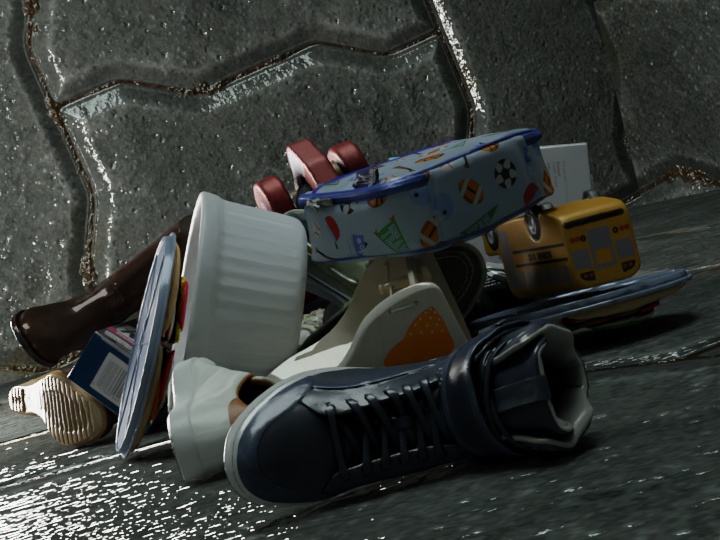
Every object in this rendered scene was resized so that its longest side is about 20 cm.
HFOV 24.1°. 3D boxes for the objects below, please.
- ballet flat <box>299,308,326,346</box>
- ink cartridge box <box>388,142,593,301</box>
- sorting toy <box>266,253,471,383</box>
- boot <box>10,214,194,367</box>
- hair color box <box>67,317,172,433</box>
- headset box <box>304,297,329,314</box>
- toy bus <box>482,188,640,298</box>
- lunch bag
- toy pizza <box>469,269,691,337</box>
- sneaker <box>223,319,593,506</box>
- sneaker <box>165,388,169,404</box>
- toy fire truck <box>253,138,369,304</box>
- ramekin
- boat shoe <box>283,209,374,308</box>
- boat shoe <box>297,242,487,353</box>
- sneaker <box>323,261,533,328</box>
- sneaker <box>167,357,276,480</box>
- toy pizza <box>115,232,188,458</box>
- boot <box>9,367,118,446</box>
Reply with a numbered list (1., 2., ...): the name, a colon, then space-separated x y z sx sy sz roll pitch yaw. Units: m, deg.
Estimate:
1. ballet flat: -0.075 0.091 1.679 0.200 0.076 0.064 -25 4 42
2. ink cartridge box: 0.133 -0.035 1.701 0.199 0.147 0.147 -5 -12 1
3. sorting toy: -0.003 0.071 1.348 0.179 0.107 0.200 -26 10 5
4. boot: -0.236 0.012 1.674 0.200 0.064 0.186 -34 -2 12
5. hair color box: -0.209 0.099 1.730 0.061 0.100 0.200 -57 -9 12
6. headset box: -0.005 0.009 1.833 0.199 0.175 0.093 -14 1 -1
7. toy bus: 0.170 -0.021 1.465 0.065 0.079 0.200 -16 0 -15
8. lunch bag: 0.049 -0.062 1.405 0.199 0.076 0.160 -19 10 -34
9. toy pizza: 0.191 0.038 1.461 0.199 0.032 0.200 -15 0 0
10. sneaker: 0.035 0.080 0.942 0.202 0.077 0.146 -14 -1 -30
11. sneaker: -0.133 0.070 1.664 0.086 0.081 0.201 -15 41 14
12. toy fire truck: -0.017 -0.025 1.676 0.112 0.201 0.168 -25 37 -15
13. ramekin: -0.109 0.037 1.494 0.097 0.202 0.200 8 -2 -9
14. boat shoe: 0.000 0.000 1.535 0.199 0.062 0.072 19 48 33
15. boat shoe: 0.022 0.047 1.461 0.201 0.072 0.060 -37 -12 18
16. sneaker: 0.068 0.055 1.574 0.199 0.081 0.086 -15 22 0
17. sneaker: -0.097 0.108 1.279 0.084 0.073 0.200 -16 13 -2
18. toy pizza: -0.177 0.067 1.470 0.032 0.201 0.200 13 -4 -11
19. boot: -0.257 0.131 1.764 0.166 0.073 0.200 -5 7 -34
